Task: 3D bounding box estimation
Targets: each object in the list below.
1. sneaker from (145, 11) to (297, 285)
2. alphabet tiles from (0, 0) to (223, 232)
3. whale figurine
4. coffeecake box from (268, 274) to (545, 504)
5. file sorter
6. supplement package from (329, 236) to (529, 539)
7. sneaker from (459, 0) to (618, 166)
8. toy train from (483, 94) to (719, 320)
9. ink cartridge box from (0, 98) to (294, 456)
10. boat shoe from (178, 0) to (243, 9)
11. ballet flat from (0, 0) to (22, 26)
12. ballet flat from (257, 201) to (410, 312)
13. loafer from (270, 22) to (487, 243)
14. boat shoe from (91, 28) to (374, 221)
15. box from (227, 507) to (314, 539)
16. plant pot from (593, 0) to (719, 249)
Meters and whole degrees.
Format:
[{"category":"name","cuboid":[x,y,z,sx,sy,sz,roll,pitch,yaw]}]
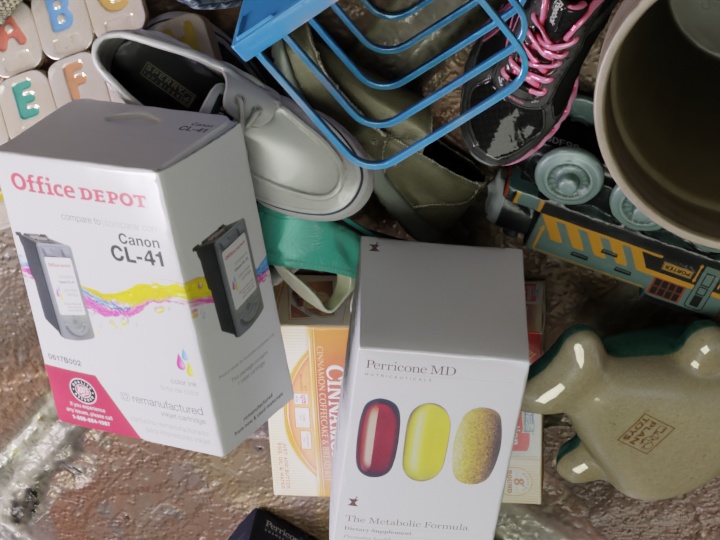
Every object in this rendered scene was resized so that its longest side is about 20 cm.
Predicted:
[{"category":"sneaker","cuboid":[-0.089,-0.079,1.345,0.078,0.080,0.200,-23,116,21]},{"category":"alphabet tiles","cuboid":[-0.179,-0.097,1.325,0.199,0.015,0.196,-16,88,18]},{"category":"whale figurine","cuboid":[0.186,0.080,1.373,0.200,0.104,0.159,22,122,-36]},{"category":"coffeecake box","cuboid":[0.035,0.086,1.438,0.199,0.073,0.154,1,122,6]},{"category":"file sorter","cuboid":[0.023,-0.177,1.196,0.139,0.200,0.123,-30,118,24]},{"category":"supplement package","cuboid":[0.043,0.090,1.309,0.113,0.110,0.200,4,131,-2]},{"category":"sneaker","cuboid":[0.118,-0.153,1.231,0.079,0.095,0.200,29,105,2]},{"category":"toy train","cuboid":[0.182,-0.040,1.335,0.199,0.085,0.114,18,133,-4]},{"category":"ink cartridge box","cuboid":[-0.136,0.004,1.249,0.147,0.086,0.201,8,122,35]},{"category":"boat shoe","cuboid":[-0.144,-0.214,1.197,0.200,0.091,0.071,5,120,-46]},{"category":"ballet flat","cuboid":[-0.232,-0.212,1.278,0.200,0.075,0.068,-37,79,26]},{"category":"ballet flat","cuboid":[0.000,0.000,1.347,0.200,0.067,0.071,24,97,-38]},{"category":"loafer","cuboid":[0.014,-0.106,1.324,0.070,0.075,0.200,-33,122,18]},{"category":"boat shoe","cuboid":[-0.084,-0.096,1.252,0.200,0.066,0.072,36,98,14]},{"category":"box","cuboid":[-0.039,0.317,1.532,0.200,0.182,0.104,32,121,-13]},{"category":"plant pot","cuboid":[0.243,-0.140,1.203,0.199,0.174,0.201,4,124,6]}]
